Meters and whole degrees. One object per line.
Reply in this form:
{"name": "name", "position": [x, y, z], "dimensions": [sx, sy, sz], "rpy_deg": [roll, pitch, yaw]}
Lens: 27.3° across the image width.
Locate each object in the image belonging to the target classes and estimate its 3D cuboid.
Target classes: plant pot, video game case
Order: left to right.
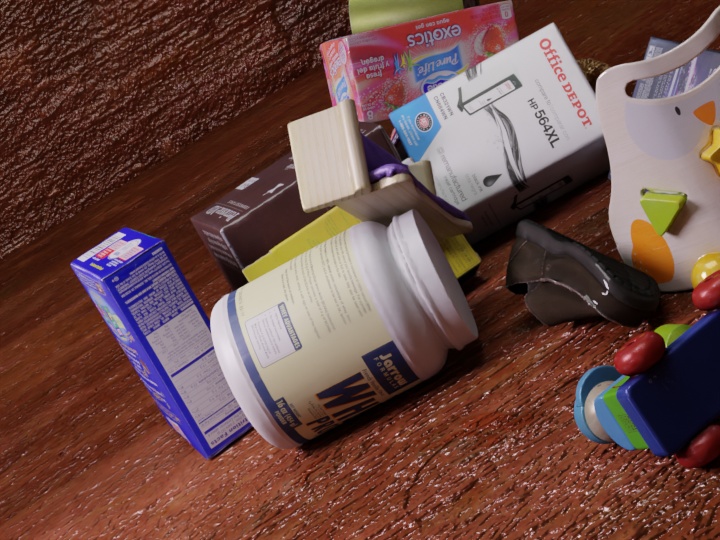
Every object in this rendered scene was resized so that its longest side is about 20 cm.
{"name": "plant pot", "position": [0.107, -0.457, 2.646], "dimensions": [0.197, 0.189, 0.187], "rpy_deg": [-6, 24, 24]}
{"name": "video game case", "position": [0.283, -0.135, 1.356], "dimensions": [0.019, 0.145, 0.200], "rpy_deg": [14, 11, -12]}

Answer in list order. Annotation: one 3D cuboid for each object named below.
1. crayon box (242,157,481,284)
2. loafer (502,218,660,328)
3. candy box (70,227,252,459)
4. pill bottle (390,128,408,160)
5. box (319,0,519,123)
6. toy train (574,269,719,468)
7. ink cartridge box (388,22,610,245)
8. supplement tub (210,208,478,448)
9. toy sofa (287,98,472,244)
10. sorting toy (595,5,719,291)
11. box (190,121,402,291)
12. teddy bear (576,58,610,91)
{"name": "crayon box", "position": [0.000, 0.000, 1.422], "dimensions": [0.199, 0.128, 0.051], "rpy_deg": [-33, -9, -11]}
{"name": "loafer", "position": [0.174, 0.016, 1.193], "dimensions": [0.072, 0.072, 0.200], "rpy_deg": [-66, 19, 6]}
{"name": "candy box", "position": [-0.188, 0.066, 1.438], "dimensions": [0.077, 0.202, 0.169], "rpy_deg": [-32, 16, -15]}
{"name": "pill bottle", "position": [0.087, -0.130, 1.711], "dimensions": [0.110, 0.112, 0.200], "rpy_deg": [-28, 15, 9]}
{"name": "box", "position": [0.068, -0.225, 1.616], "dimensions": [0.197, 0.096, 0.102], "rpy_deg": [-15, 10, -18]}
{"name": "toy train", "position": [0.231, 0.045, 0.964], "dimensions": [0.199, 0.085, 0.116], "rpy_deg": [-36, 3, -20]}
{"name": "ink cartridge box", "position": [0.151, -0.138, 1.528], "dimensions": [0.198, 0.147, 0.084], "rpy_deg": [-29, -27, 7]}
{"name": "supplement tub", "position": [-0.013, 0.048, 1.271], "dimensions": [0.198, 0.146, 0.145], "rpy_deg": [-28, 15, 9]}
{"name": "toy sofa", "position": [0.022, -0.080, 1.307], "dimensions": [0.096, 0.084, 0.200], "rpy_deg": [-17, -18, 19]}
{"name": "sorting toy", "position": [0.269, -0.099, 1.134], "dimensions": [0.198, 0.181, 0.107], "rpy_deg": [-29, 15, 5]}
{"name": "box", "position": [-0.041, -0.033, 1.542], "dimensions": [0.199, 0.166, 0.166], "rpy_deg": [-33, 15, -11]}
{"name": "teddy bear", "position": [0.196, -0.211, 1.742], "dimensions": [0.145, 0.197, 0.068], "rpy_deg": [118, 164, -56]}
